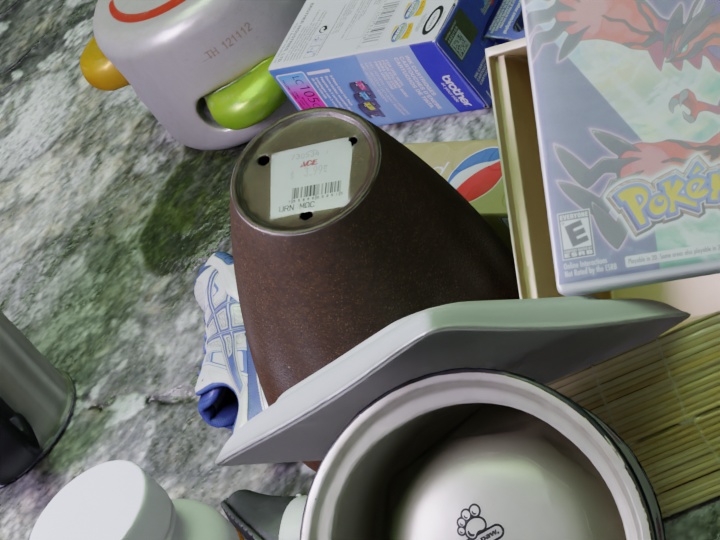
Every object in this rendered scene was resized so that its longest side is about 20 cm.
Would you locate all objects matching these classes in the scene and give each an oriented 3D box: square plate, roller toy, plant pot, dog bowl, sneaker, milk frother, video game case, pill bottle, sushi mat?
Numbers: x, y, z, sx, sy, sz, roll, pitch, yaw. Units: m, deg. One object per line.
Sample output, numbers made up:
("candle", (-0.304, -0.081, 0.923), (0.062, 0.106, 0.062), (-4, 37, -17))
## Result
("square plate", (0.048, 0.057, 1.480), (0.198, 0.199, 0.029), (-35, 67, 44))
("roller toy", (-0.109, -0.199, 2.078), (0.200, 0.140, 0.183), (4, 52, 50))
("plant pot", (0.000, 0.000, 1.611), (0.186, 0.200, 0.188), (-11, 52, 14))
("dog bowl", (0.072, 0.150, 1.427), (0.200, 0.201, 0.074), (-26, -8, 22))
("sneaker", (0.000, 0.161, 1.587), (0.200, 0.074, 0.089), (24, 68, 45))
("milk frother", (-0.337, 0.095, 1.908), (0.200, 0.188, 0.181), (-31, 32, 15))
("sneaker", (-0.084, 0.056, 1.797), (0.088, 0.075, 0.200), (-42, 31, -2))
("video game case", (0.192, -0.090, 1.449), (0.199, 0.023, 0.183), (-9, 81, 18))
("pill bottle", (-0.094, 0.199, 1.510), (0.111, 0.200, 0.111), (-27, 34, 20))
("sushi mat", (0.150, 0.094, 1.495), (0.199, 0.096, 0.012), (-25, 6, 23))

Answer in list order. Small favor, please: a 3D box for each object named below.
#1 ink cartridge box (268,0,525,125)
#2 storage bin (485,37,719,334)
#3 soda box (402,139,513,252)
("ink cartridge box", (0.047, -0.180, 1.950), (0.200, 0.076, 0.137), (-8, 45, 44))
("storage bin", (0.189, -0.049, 1.537), (0.199, 0.094, 0.199), (-14, 78, 35))
("soda box", (0.068, -0.041, 1.768), (0.200, 0.064, 0.068), (1, 50, 46))
